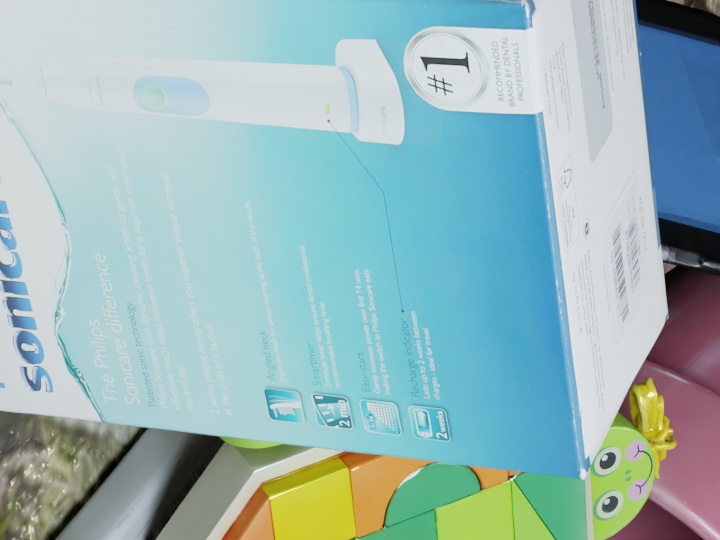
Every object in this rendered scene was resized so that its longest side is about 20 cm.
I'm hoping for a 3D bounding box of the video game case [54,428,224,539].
[{"bbox_3d":[-0.043,0.119,0.945,0.200,0.023,0.183,-53,141,-53],"label":"video game case"}]

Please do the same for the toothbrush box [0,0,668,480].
[{"bbox_3d":[-0.024,-0.033,0.736,0.085,0.199,0.147,-55,142,-51],"label":"toothbrush box"}]

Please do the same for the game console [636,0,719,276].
[{"bbox_3d":[0.103,-0.101,1.030,0.200,0.116,0.176,-100,175,-52],"label":"game console"}]

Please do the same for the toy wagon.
[{"bbox_3d":[0.026,0.088,0.881,0.199,0.040,0.156,-19,124,-20],"label":"toy wagon"}]

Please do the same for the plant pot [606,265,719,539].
[{"bbox_3d":[0.155,0.078,1.058,0.179,0.199,0.201,-47,140,-27],"label":"plant pot"}]

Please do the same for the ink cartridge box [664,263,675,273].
[{"bbox_3d":[0.110,0.090,1.215,0.146,0.082,0.201,-3,97,-66],"label":"ink cartridge box"}]
